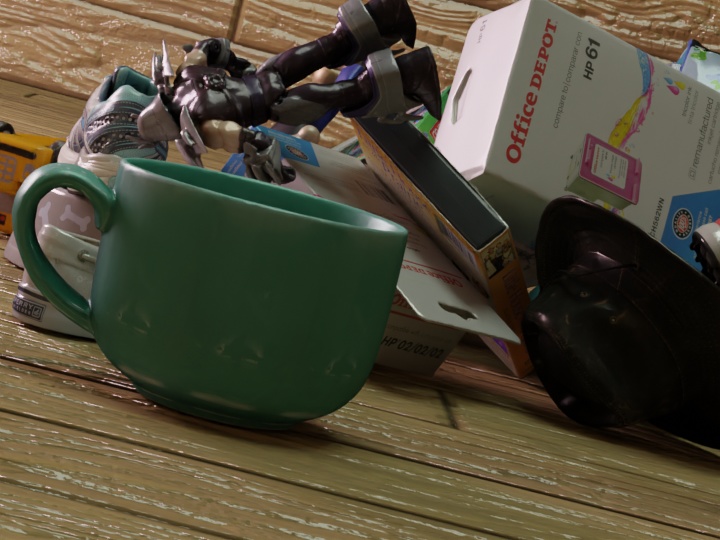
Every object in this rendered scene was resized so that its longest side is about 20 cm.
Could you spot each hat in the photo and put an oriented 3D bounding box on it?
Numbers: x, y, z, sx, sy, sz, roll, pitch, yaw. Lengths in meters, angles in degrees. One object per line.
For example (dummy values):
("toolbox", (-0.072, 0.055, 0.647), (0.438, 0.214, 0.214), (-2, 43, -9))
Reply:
("hat", (0.158, 0.052, 1.509), (0.081, 0.201, 0.200), (-34, 32, -25))

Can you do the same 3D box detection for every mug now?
("mug", (-0.076, 0.011, 1.225), (0.185, 0.115, 0.152), (16, 6, 23))

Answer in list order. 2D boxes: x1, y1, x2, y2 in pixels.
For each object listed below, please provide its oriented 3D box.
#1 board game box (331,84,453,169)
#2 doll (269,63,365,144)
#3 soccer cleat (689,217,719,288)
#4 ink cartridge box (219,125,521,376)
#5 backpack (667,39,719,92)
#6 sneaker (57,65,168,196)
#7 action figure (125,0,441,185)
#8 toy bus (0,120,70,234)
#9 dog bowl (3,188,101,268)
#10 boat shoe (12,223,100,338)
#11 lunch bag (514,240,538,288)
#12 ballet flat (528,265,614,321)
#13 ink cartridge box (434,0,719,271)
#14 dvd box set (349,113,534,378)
("board game box", (-0.019, -0.070, 1.813), (0.200, 0.029, 0.135), (-27, 11, 22))
("doll", (-0.063, -0.086, 1.783), (0.048, 0.200, 0.136), (45, -37, -5))
("soccer cleat", (0.293, 0.041, 1.611), (0.073, 0.200, 0.068), (-30, 25, -1))
("ink cartridge box", (0.000, 0.000, 1.530), (0.115, 0.068, 0.200), (16, 27, -50))
("backpack", (0.245, -0.063, 1.879), (0.147, 0.183, 0.200), (15, 47, 11))
("sneaker", (-0.156, -0.094, 1.607), (0.077, 0.087, 0.200), (14, 6, -13))
("action figure", (-0.053, -0.111, 1.504), (0.200, 0.130, 0.069), (-17, -32, -8))
("toy bus", (-0.216, -0.061, 1.764), (0.065, 0.078, 0.200), (18, 6, 24))
("dog bowl", (-0.140, -0.016, 1.618), (0.200, 0.059, 0.200), (14, 6, -1))
("boat shoe", (-0.113, -0.002, 1.399), (0.202, 0.086, 0.075), (9, 8, -42))
("lunch bag", (0.041, -0.025, 1.826), (0.200, 0.118, 0.164), (-18, 11, 0))
("ballet flat", (0.153, 0.023, 1.675), (0.062, 0.068, 0.200), (28, -20, -1))
("ink cartridge box", (0.162, -0.086, 1.696), (0.200, 0.145, 0.085), (24, -20, -23))
("dvd box set", (0.061, -0.023, 1.604), (0.146, 0.029, 0.200), (48, -9, 28))
